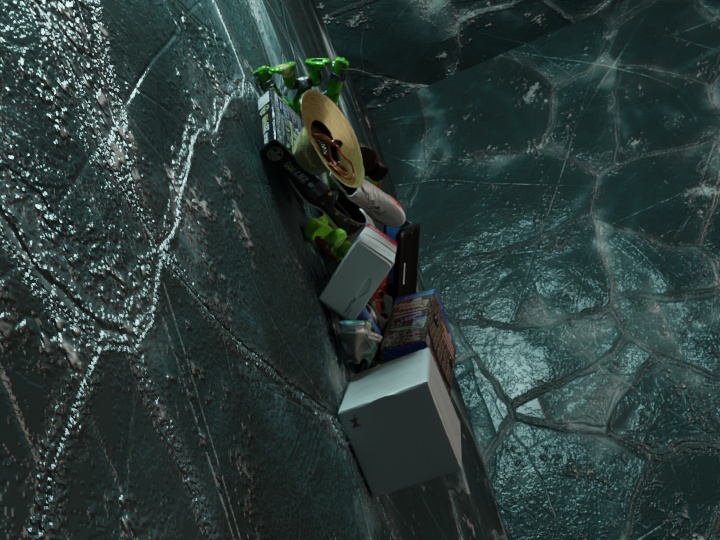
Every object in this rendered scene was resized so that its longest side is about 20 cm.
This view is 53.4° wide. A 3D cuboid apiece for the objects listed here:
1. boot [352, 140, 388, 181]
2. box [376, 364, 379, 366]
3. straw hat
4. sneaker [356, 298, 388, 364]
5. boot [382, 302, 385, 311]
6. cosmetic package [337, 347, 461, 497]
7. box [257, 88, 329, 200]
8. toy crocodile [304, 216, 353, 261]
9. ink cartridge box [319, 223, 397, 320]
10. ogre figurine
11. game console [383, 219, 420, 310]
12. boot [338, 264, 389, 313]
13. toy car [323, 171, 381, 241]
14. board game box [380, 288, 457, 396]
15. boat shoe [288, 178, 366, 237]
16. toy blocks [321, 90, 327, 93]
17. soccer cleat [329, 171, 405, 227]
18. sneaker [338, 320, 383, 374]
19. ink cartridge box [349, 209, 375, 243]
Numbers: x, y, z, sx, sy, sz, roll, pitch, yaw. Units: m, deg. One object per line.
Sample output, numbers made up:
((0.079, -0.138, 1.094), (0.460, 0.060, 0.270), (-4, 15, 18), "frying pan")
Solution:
((-0.045, -0.279, 1.528), (0.200, 0.064, 0.186), (46, 6, 19), "boot")
((0.082, 0.221, 1.665), (0.200, 0.082, 0.049), (-95, 160, -60), "box")
((-0.081, -0.230, 1.350), (0.201, 0.085, 0.202), (39, 37, -38), "straw hat")
((0.044, 0.137, 1.535), (0.083, 0.070, 0.200), (-62, 140, -36), "sneaker")
((0.038, 0.016, 1.697), (0.200, 0.072, 0.167), (-21, -93, 67), "boot")
((0.075, 0.264, 1.279), (0.200, 0.167, 0.167), (-55, 124, -78), "cosmetic package")
((-0.137, -0.258, 1.449), (0.161, 0.049, 0.201), (38, 26, -36), "box")
((-0.065, -0.059, 1.521), (0.067, 0.062, 0.200), (35, -8, 19), "toy crocodile")
((0.000, 0.000, 1.442), (0.084, 0.145, 0.200), (34, 14, -3), "ink cartridge box")
((-0.120, -0.391, 1.548), (0.098, 0.199, 0.120), (-120, -163, -59), "ogre figurine")
((0.072, -0.015, 1.677), (0.176, 0.116, 0.201), (-30, 124, -62), "game console")
((0.026, 0.054, 1.598), (0.075, 0.107, 0.201), (-5, 71, -55), "boot")
((-0.026, -0.127, 1.665), (0.164, 0.157, 0.201), (112, -25, -80), "toy car")
((0.128, 0.164, 1.515), (0.200, 0.096, 0.160), (-69, 140, -58), "board game box")
((-0.071, -0.157, 1.534), (0.201, 0.063, 0.074), (43, 36, -20), "boat shoe")
((-0.096, -0.329, 1.686), (0.100, 0.136, 0.201), (42, 29, -70), "toy blocks")
((0.012, -0.159, 1.548), (0.200, 0.069, 0.085), (41, 18, -3), "soccer cleat")
((-0.004, 0.160, 1.408), (0.200, 0.077, 0.092), (49, 43, -67), "sneaker")
((-0.001, -0.113, 1.961), (0.200, 0.068, 0.116), (-92, 159, -63), "ink cartridge box")
